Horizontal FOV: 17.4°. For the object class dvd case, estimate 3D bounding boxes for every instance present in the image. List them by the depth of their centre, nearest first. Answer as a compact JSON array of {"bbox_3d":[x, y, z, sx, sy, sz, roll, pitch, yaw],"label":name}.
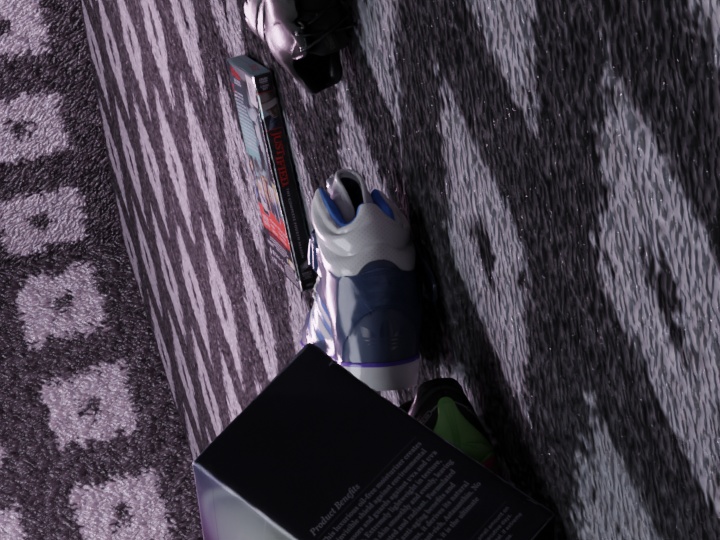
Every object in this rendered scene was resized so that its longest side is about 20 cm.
[{"bbox_3d":[-0.081,-0.091,2.149,0.146,0.022,0.202,-140,35,-74],"label":"dvd case"}]

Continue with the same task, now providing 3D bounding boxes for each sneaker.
[{"bbox_3d":[0.050,0.132,1.591,0.200,0.076,0.084,114,148,-61],"label":"sneaker"},{"bbox_3d":[-0.038,-0.198,1.615,0.091,0.076,0.200,59,171,27],"label":"sneaker"},{"bbox_3d":[0.000,0.000,1.656,0.200,0.080,0.148,-146,52,-79],"label":"sneaker"}]

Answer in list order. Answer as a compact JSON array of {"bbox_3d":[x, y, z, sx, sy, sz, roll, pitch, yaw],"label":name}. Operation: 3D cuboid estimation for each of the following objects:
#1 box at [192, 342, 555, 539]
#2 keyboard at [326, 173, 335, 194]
[{"bbox_3d":[0.007,0.188,1.488,0.198,0.123,0.201,34,151,24],"label":"box"},{"bbox_3d":[0.006,-0.011,1.796,0.200,0.011,0.057,-121,13,-61],"label":"keyboard"}]
